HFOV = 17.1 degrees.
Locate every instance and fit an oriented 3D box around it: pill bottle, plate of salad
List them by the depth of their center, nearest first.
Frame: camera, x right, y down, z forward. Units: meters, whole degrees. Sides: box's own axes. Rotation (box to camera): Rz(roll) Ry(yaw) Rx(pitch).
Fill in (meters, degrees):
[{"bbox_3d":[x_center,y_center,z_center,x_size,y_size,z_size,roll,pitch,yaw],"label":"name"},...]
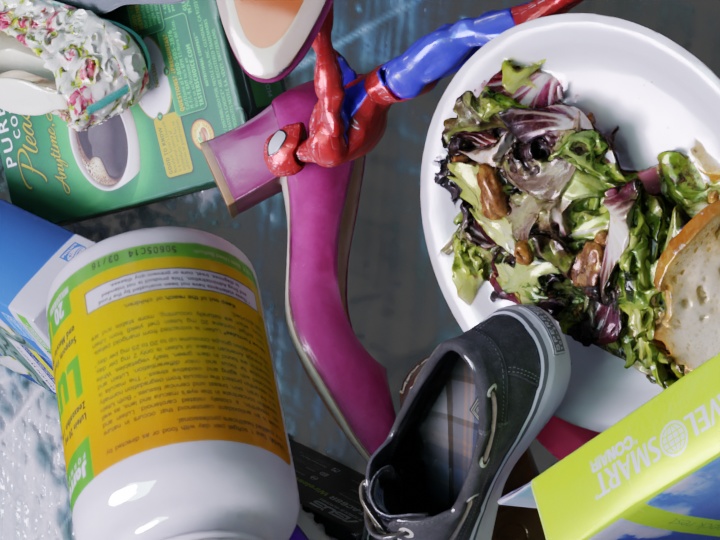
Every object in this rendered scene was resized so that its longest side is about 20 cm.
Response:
[{"bbox_3d":[0.103,-0.016,1.090,0.200,0.048,0.201,15,116,34],"label":"plate of salad"},{"bbox_3d":[-0.090,0.088,1.178,0.111,0.111,0.200,-46,43,38],"label":"pill bottle"}]

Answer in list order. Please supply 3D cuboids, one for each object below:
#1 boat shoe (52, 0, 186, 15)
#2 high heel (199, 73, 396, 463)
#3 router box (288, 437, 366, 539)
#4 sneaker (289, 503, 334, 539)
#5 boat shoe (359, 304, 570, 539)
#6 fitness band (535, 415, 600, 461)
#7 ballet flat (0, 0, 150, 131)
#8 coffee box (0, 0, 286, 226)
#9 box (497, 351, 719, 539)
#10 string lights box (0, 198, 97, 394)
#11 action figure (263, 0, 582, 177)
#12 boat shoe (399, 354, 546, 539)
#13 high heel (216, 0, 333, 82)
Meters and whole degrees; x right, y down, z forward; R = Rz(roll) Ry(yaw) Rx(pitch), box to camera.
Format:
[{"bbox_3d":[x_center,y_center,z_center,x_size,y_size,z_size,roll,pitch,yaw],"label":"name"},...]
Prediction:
[{"bbox_3d":[-0.136,-0.178,1.266,0.200,0.074,0.067,12,66,46],"label":"boat shoe"},{"bbox_3d":[0.000,0.000,1.227,0.096,0.067,0.200,-25,78,-4],"label":"high heel"},{"bbox_3d":[-0.067,0.167,1.327,0.200,0.062,0.150,23,115,35],"label":"router box"},{"bbox_3d":[-0.046,0.179,1.203,0.200,0.099,0.070,39,120,27],"label":"sneaker"},{"bbox_3d":[0.032,0.098,1.120,0.070,0.066,0.200,53,135,26],"label":"boat shoe"},{"bbox_3d":[0.139,0.009,1.133,0.144,0.037,0.200,46,125,27],"label":"fitness band"},{"bbox_3d":[-0.200,-0.121,1.309,0.200,0.064,0.076,16,141,39],"label":"ballet flat"},{"bbox_3d":[-0.127,-0.097,1.331,0.200,0.044,0.123,-14,90,42],"label":"coffee box"},{"bbox_3d":[0.170,0.084,1.060,0.200,0.122,0.048,-39,53,39],"label":"box"},{"bbox_3d":[-0.192,0.012,1.349,0.200,0.059,0.103,22,154,47],"label":"string lights box"},{"bbox_3d":[0.017,-0.121,1.157,0.200,0.065,0.099,-35,85,26],"label":"action figure"},{"bbox_3d":[0.069,0.138,1.208,0.070,0.070,0.201,146,111,-81],"label":"boat shoe"},{"bbox_3d":[-0.023,-0.181,1.157,0.067,0.096,0.201,10,83,13],"label":"high heel"}]
